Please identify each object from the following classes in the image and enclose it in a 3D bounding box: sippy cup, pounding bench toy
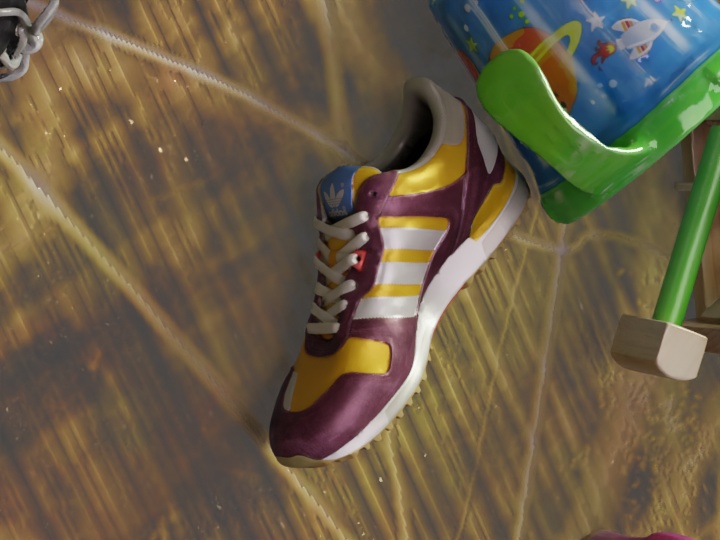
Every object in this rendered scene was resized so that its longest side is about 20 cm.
[{"bbox_3d":[0.109,-0.114,1.218,0.140,0.178,0.130,-41,92,-4],"label":"sippy cup"},{"bbox_3d":[0.215,-0.035,1.302,0.200,0.124,0.156,-12,100,-33],"label":"pounding bench toy"}]

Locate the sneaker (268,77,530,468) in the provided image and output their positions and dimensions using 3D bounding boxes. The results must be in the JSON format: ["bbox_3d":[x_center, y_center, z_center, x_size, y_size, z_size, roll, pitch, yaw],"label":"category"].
[{"bbox_3d":[0.000,0.000,1.192,0.090,0.075,0.200,49,59,-29],"label":"sneaker"}]

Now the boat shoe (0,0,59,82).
[{"bbox_3d":[-0.168,-0.112,1.067,0.068,0.074,0.200,6,80,-20],"label":"boat shoe"}]

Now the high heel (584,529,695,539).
[{"bbox_3d":[0.165,0.234,1.303,0.067,0.096,0.201,-6,97,-34],"label":"high heel"}]
